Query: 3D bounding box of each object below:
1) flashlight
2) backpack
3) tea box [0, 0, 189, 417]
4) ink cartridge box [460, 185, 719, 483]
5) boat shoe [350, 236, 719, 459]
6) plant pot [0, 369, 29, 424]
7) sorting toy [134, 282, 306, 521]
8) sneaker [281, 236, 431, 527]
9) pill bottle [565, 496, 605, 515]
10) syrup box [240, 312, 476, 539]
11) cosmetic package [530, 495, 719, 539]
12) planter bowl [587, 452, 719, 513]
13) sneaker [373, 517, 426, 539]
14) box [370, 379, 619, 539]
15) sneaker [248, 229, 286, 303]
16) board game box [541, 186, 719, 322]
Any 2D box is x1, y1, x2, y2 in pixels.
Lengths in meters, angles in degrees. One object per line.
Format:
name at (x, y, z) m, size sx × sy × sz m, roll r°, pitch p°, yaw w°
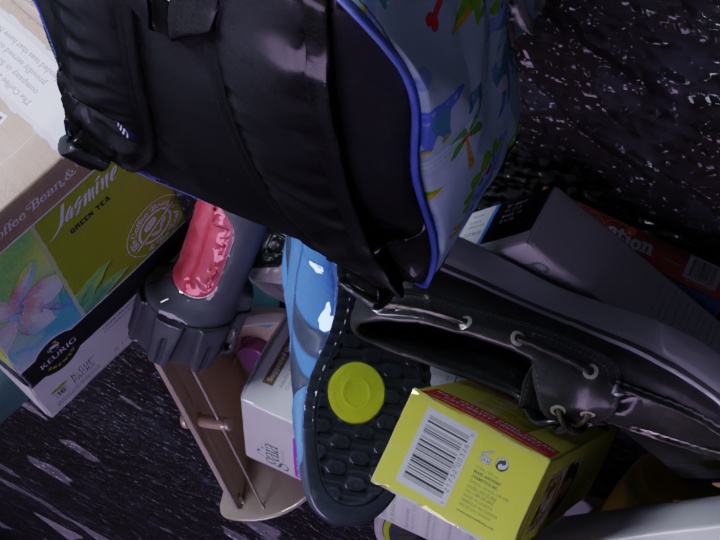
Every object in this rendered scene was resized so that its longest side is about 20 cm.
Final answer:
flashlight at (-0.080, -0.028, 0.745) m, size 0.068 × 0.068 × 0.201 m, roll 42°, pitch 135°, yaw 15°
backpack at (-0.027, -0.107, 0.492) m, size 0.182 × 0.148 × 0.200 m, roll 25°, pitch 162°, yaw 14°
tea box at (-0.211, -0.059, 0.787) m, size 0.200 × 0.134 × 0.197 m, roll 40°, pitch 164°, yaw 21°
ink cartridge box at (0.133, 0.038, 0.712) m, size 0.200 × 0.039 × 0.099 m, roll 39°, pitch 156°, yaw -18°
boat shoe at (0.088, 0.044, 0.654) m, size 0.199 × 0.057 × 0.069 m, roll 25°, pitch 157°, yaw 14°
plant pot at (-0.271, 0.008, 1.007) m, size 0.199 × 0.189 × 0.200 m, roll 25°, pitch 158°, yaw 11°
sorting toy at (-0.040, 0.080, 1.009) m, size 0.178 × 0.107 × 0.201 m, roll 0°, pitch 134°, yaw 24°
sneaker at (-0.008, 0.028, 0.729) m, size 0.065 × 0.202 × 0.078 m, roll 4°, pitch 170°, yaw -20°
pill bottle at (0.162, 0.221, 0.985) m, size 0.113 × 0.115 × 0.200 m, roll 14°, pitch 165°, yaw 35°
syrup box at (0.031, 0.103, 0.859) m, size 0.198 × 0.082 × 0.079 m, roll 22°, pitch 149°, yaw 12°
cosmetic package at (0.167, 0.153, 0.680) m, size 0.198 × 0.086 × 0.107 m, roll -13°, pitch 176°, yaw 23°
planter bowl at (0.201, 0.150, 0.801) m, size 0.199 × 0.200 × 0.084 m, roll 13°, pitch 119°, yaw 36°
sneaker at (0.056, 0.185, 1.148) m, size 0.080 × 0.074 × 0.200 m, roll 19°, pitch 158°, yaw 16°
box at (0.074, 0.089, 0.709) m, size 0.075 × 0.051 × 0.200 m, roll 26°, pitch -172°, yaw 19°
sneaker at (0.000, 0.000, 0.819) m, size 0.199 × 0.074 × 0.079 m, roll 21°, pitch 168°, yaw 36°
board game box at (0.128, 0.027, 0.771) m, size 0.102 × 0.020 × 0.200 m, roll 27°, pitch 158°, yaw 10°
